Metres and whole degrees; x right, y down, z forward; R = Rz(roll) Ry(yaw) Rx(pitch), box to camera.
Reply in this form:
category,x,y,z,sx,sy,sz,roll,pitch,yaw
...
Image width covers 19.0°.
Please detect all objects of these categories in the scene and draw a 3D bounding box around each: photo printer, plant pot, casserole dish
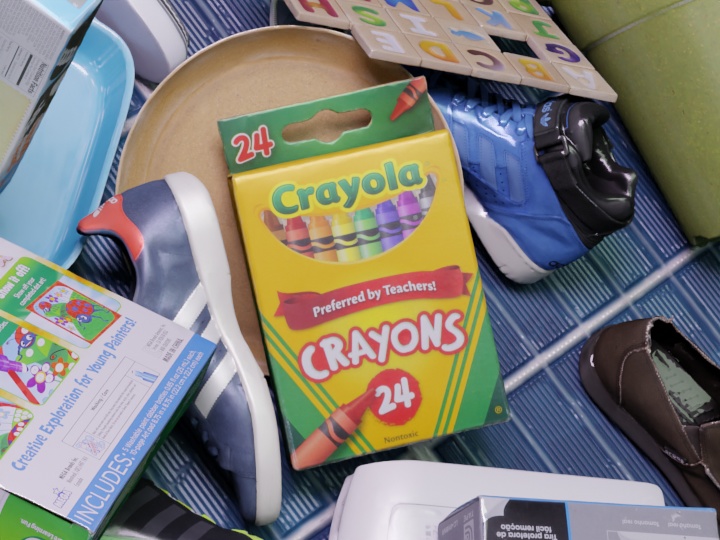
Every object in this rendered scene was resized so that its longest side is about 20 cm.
category,x,y,z,sx,sy,sz,roll,pitch,yaw
photo printer,0.076,0.190,1.199,0.200,0.069,0.166,7,66,-20
plant pot,0.235,-0.121,1.365,0.200,0.200,0.190,-17,86,-29
casserole dish,-0.202,-0.074,1.221,0.121,0.039,0.200,21,61,-14
plant pot,-0.041,-0.039,1.236,0.200,0.027,0.200,0,93,-7

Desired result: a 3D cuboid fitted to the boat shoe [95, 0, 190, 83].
category,x,y,z,sx,sy,sz,roll,pitch,yaw
boat shoe,-0.163,-0.200,1.279,0.057,0.069,0.200,-39,83,-27

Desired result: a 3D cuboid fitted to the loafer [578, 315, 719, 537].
category,x,y,z,sx,sy,sz,roll,pitch,yaw
loafer,0.220,0.103,1.303,0.200,0.071,0.073,40,57,-2

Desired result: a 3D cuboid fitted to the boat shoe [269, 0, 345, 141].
category,x,y,z,sx,sy,sz,roll,pitch,yaw
boat shoe,-0.013,-0.129,1.316,0.073,0.062,0.200,11,63,-19

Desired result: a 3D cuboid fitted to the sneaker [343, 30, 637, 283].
category,x,y,z,sx,sy,sz,roll,pitch,yaw
sneaker,0.085,-0.091,1.283,0.200,0.111,0.077,52,35,-12

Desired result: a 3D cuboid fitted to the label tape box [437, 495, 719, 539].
category,x,y,z,sx,sy,sz,roll,pitch,yaw
label tape box,0.122,0.223,1.126,0.143,0.066,0.200,6,65,-21

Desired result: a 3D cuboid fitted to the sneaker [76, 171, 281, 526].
category,x,y,z,sx,sy,sz,roll,pitch,yaw
sneaker,-0.102,0.051,1.185,0.084,0.075,0.200,-17,86,-11

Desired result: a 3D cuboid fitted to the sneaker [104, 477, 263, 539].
category,x,y,z,sx,sy,sz,roll,pitch,yaw
sneaker,-0.111,0.135,1.142,0.200,0.072,0.083,10,62,-20

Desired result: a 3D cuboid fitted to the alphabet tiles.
category,x,y,z,sx,sy,sz,roll,pitch,yaw
alphabet tiles,0.037,-0.157,1.290,0.200,0.008,0.167,8,30,-27

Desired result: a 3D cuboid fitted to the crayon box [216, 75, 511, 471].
category,x,y,z,sx,sy,sz,roll,pitch,yaw
crayon box,0.000,0.000,1.204,0.127,0.051,0.200,-13,94,-6

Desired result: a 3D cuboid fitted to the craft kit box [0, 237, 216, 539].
category,x,y,z,sx,sy,sz,roll,pitch,yaw
craft kit box,-0.190,0.049,1.044,0.197,0.049,0.200,29,27,1

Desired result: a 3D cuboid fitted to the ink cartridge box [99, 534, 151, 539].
category,x,y,z,sx,sy,sz,roll,pitch,yaw
ink cartridge box,-0.139,0.242,1.035,0.087,0.145,0.200,8,64,-20

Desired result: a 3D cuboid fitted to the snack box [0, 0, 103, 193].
category,x,y,z,sx,sy,sz,roll,pitch,yaw
snack box,-0.210,-0.114,1.096,0.116,0.200,0.037,36,55,-4
